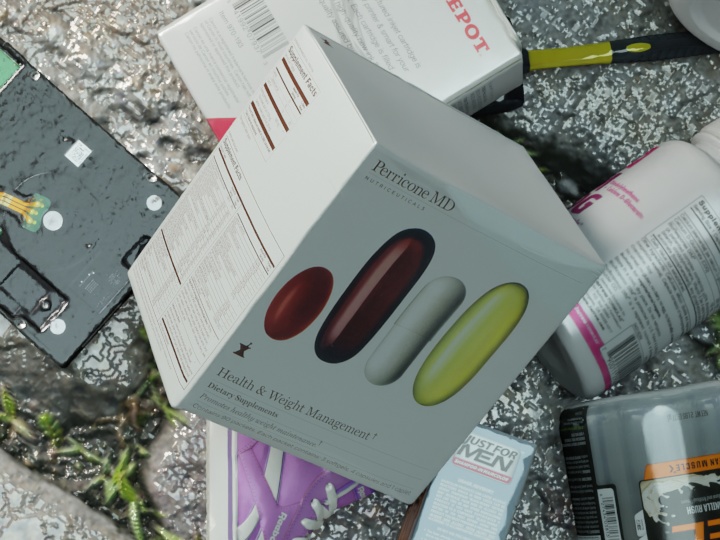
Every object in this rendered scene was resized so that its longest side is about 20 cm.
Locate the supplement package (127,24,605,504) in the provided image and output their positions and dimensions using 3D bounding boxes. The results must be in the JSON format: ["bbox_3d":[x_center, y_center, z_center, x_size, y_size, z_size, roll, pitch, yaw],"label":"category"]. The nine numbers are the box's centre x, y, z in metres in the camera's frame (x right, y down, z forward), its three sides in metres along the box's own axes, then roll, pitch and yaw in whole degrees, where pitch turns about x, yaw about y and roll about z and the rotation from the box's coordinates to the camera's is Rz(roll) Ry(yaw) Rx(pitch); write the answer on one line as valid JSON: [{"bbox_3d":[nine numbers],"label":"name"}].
[{"bbox_3d":[0.000,0.000,1.131,0.191,0.147,0.200,25,112,-33],"label":"supplement package"}]

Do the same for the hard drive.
[{"bbox_3d":[-0.227,-0.051,1.241,0.200,0.038,0.140,41,82,-1],"label":"hard drive"}]

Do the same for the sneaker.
[{"bbox_3d":[-0.046,0.172,1.218,0.114,0.073,0.202,2,84,-8],"label":"sneaker"}]

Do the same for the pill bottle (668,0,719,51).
[{"bbox_3d":[0.295,-0.249,1.266,0.110,0.111,0.201,28,75,-2],"label":"pill bottle"}]

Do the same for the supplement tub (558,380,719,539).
[{"bbox_3d":[0.203,0.178,1.213,0.122,0.123,0.201,-9,85,-6],"label":"supplement tub"}]

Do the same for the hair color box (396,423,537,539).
[{"bbox_3d":[0.049,0.199,1.208,0.060,0.099,0.201,20,83,-2],"label":"hair color box"}]

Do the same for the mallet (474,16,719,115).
[{"bbox_3d":[0.166,-0.141,1.288,0.199,0.041,0.066,0,83,-9],"label":"mallet"}]

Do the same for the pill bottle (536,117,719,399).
[{"bbox_3d":[0.197,-0.015,1.237,0.200,0.113,0.114,-34,88,-8],"label":"pill bottle"}]

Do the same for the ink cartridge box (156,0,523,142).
[{"bbox_3d":[-0.009,-0.140,1.225,0.199,0.083,0.146,-31,79,1],"label":"ink cartridge box"}]
